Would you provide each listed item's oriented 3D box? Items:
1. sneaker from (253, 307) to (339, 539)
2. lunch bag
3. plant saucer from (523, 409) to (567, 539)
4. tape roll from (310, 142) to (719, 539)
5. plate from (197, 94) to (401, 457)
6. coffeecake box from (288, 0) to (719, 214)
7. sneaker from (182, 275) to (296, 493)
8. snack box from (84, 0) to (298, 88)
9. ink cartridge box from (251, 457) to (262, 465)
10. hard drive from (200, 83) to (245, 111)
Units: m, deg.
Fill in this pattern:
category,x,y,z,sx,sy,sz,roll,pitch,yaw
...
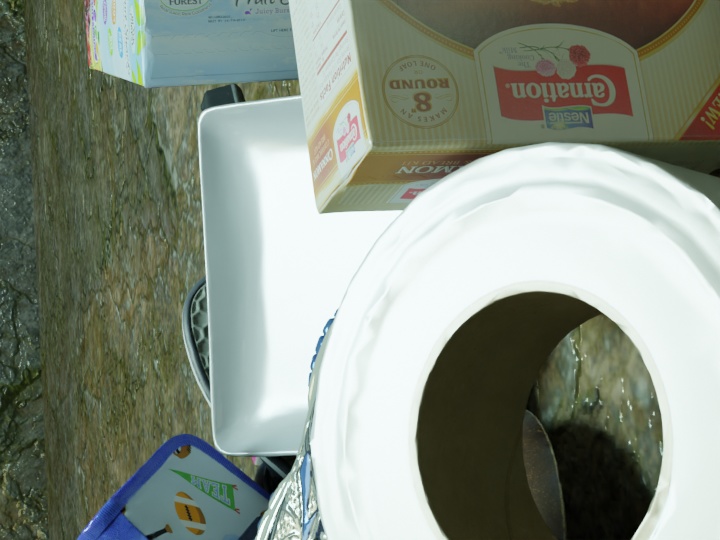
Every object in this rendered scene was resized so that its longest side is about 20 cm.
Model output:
category,x,y,z,sx,sy,sz,roll,pitch,yaw
sneaker,-0.004,0.110,0.732,0.085,0.077,0.200,177,102,-76
lunch bag,-0.077,0.183,0.851,0.170,0.124,0.200,41,172,2
plant saucer,0.048,0.161,0.694,0.200,0.032,0.200,-171,90,-81
tape roll,0.079,0.058,0.525,0.202,0.071,0.203,-7,80,40
plate,0.000,0.000,0.826,0.200,0.032,0.200,-5,86,34
coffeecake box,0.052,-0.128,0.596,0.073,0.153,0.200,134,130,-65
sneaker,-0.052,0.098,0.954,0.202,0.077,0.146,55,162,-1
snack box,-0.072,-0.153,0.937,0.200,0.168,0.068,-150,56,-67
ink cartridge box,-0.088,0.059,1.220,0.200,0.037,0.095,-117,31,-55
hard drive,-0.070,-0.015,1.086,0.140,0.033,0.200,74,-179,-57
